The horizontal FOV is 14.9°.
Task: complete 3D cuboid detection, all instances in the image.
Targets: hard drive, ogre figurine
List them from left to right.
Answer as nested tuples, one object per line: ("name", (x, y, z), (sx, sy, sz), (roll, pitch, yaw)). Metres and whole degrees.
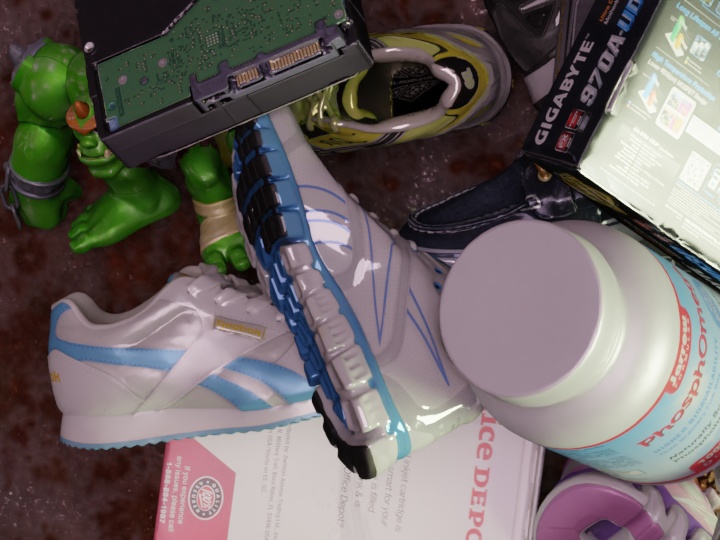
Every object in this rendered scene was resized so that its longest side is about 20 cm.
("ogre figurine", (-0.112, -0.068, 1.445), (0.098, 0.199, 0.120), (-40, 129, -28))
("hard drive", (-0.077, -0.161, 1.374), (0.139, 0.038, 0.201), (-22, 57, 13))

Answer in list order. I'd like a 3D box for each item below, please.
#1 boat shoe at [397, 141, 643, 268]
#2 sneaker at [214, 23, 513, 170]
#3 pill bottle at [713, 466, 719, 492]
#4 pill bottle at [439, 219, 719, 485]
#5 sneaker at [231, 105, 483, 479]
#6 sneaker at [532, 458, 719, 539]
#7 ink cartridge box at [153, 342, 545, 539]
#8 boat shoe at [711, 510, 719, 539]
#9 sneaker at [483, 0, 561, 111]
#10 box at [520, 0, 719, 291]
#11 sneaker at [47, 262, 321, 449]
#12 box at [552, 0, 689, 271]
("boat shoe", (0.106, -0.058, 1.388), (0.199, 0.071, 0.091), (-14, 115, -6))
("sneaker", (-0.022, -0.097, 1.472), (0.199, 0.076, 0.076), (-11, 92, 16))
("pill bottle", (0.291, 0.076, 1.446), (0.199, 0.116, 0.117), (7, 91, 2))
("pill bottle", (0.114, 0.038, 1.326), (0.108, 0.200, 0.109), (-6, 76, 25))
("sneaker", (0.000, 0.000, 1.353), (0.086, 0.075, 0.201), (-18, 75, -18))
("sneaker", (0.176, 0.155, 1.474), (0.200, 0.089, 0.080), (41, 116, -19))
("ink cartridge box", (0.000, 0.090, 1.478), (0.199, 0.085, 0.147), (8, 91, 5))
("boat shoe", (0.194, 0.184, 1.392), (0.074, 0.065, 0.203), (20, 105, -1))
("sneaker", (0.147, -0.180, 1.474), (0.200, 0.066, 0.091), (-39, 91, 5))
("box", (0.187, -0.079, 1.335), (0.200, 0.046, 0.160), (31, 84, -37))
("sneaker", (-0.062, 0.037, 1.399), (0.199, 0.077, 0.081), (-9, 98, 4))
("box", (0.180, -0.098, 1.436), (0.157, 0.048, 0.201), (1, 115, -5))
